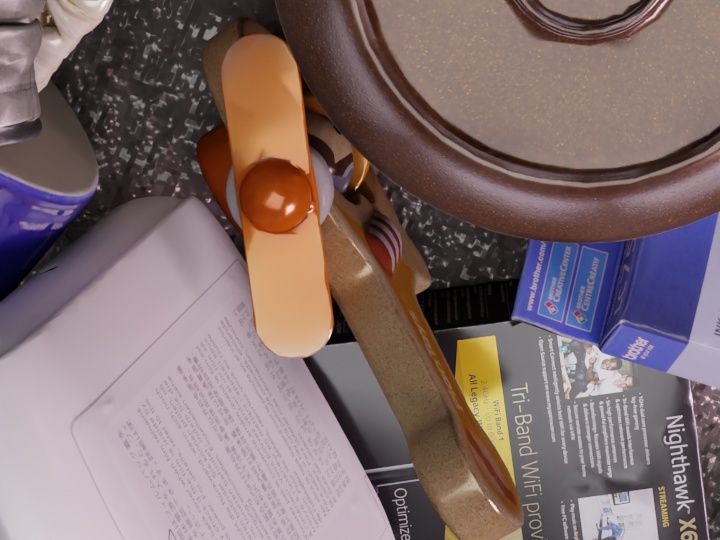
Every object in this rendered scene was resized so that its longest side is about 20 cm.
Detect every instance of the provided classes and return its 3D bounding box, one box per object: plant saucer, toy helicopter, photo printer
[{"bbox_3d":[0.070,-0.101,0.879,0.199,0.032,0.201,0,106,1],"label":"plant saucer"},{"bbox_3d":[0.000,0.000,0.954,0.079,0.132,0.201,-31,70,10],"label":"toy helicopter"},{"bbox_3d":[-0.069,0.077,0.926,0.069,0.200,0.167,-26,100,22],"label":"photo printer"}]

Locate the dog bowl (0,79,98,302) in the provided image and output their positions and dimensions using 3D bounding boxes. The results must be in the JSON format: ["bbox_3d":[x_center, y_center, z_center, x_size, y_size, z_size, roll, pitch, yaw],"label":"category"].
[{"bbox_3d":[-0.183,-0.065,0.936,0.200,0.200,0.079,41,101,-10],"label":"dog bowl"}]

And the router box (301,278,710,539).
[{"bbox_3d":[0.051,0.106,1.056,0.156,0.052,0.201,-7,106,3],"label":"router box"}]

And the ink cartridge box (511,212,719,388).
[{"bbox_3d":[0.161,-0.012,0.997,0.199,0.042,0.120,16,70,-1],"label":"ink cartridge box"}]

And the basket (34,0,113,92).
[{"bbox_3d":[-0.110,-0.147,0.915,0.135,0.200,0.123,38,110,-9],"label":"basket"}]

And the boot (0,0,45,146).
[{"bbox_3d":[-0.172,-0.112,0.795,0.199,0.068,0.131,21,112,4],"label":"boot"}]
